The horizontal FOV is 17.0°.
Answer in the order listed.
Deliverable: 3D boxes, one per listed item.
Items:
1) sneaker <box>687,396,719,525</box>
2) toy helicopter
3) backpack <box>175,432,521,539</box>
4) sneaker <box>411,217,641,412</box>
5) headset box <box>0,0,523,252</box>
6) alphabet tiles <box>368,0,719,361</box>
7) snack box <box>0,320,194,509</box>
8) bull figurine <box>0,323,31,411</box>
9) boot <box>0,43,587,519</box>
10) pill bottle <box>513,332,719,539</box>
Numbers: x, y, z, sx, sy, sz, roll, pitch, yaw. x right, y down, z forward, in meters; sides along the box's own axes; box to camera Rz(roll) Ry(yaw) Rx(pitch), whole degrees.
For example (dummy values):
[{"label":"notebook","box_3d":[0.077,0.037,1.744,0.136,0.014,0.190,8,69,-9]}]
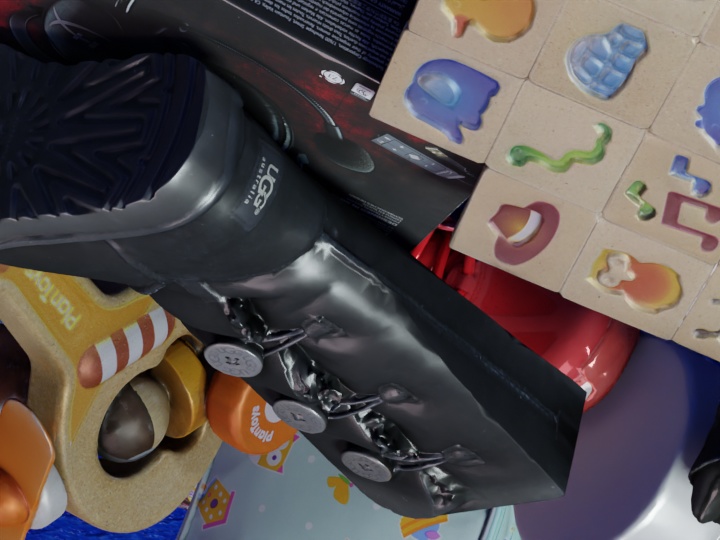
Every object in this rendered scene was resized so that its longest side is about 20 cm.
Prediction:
[{"label":"sneaker","box_3d":[0.175,0.047,0.714,0.077,0.112,0.200,35,159,-27]},{"label":"toy helicopter","box_3d":[-0.105,0.031,0.844,0.079,0.132,0.200,29,163,34]},{"label":"backpack","box_3d":[0.024,0.119,1.008,0.199,0.177,0.153,16,163,16]},{"label":"sneaker","box_3d":[0.000,0.000,0.871,0.199,0.079,0.115,2,152,48]},{"label":"headset box","box_3d":[-0.033,-0.070,0.726,0.148,0.077,0.200,28,160,-7]},{"label":"alphabet tiles","box_3d":[0.097,-0.051,0.582,0.167,0.008,0.200,23,138,-2]},{"label":"snack box","box_3d":[-0.074,0.074,1.199,0.142,0.053,0.200,13,157,31]},{"label":"bull figurine","box_3d":[-0.207,0.047,0.952,0.199,0.122,0.065,10,150,41]},{"label":"boot","box_3d":[-0.044,0.008,0.743,0.164,0.066,0.200,8,160,43]},{"label":"pill bottle","box_3d":[0.156,0.106,0.871,0.200,0.115,0.114,31,161,-28]}]
